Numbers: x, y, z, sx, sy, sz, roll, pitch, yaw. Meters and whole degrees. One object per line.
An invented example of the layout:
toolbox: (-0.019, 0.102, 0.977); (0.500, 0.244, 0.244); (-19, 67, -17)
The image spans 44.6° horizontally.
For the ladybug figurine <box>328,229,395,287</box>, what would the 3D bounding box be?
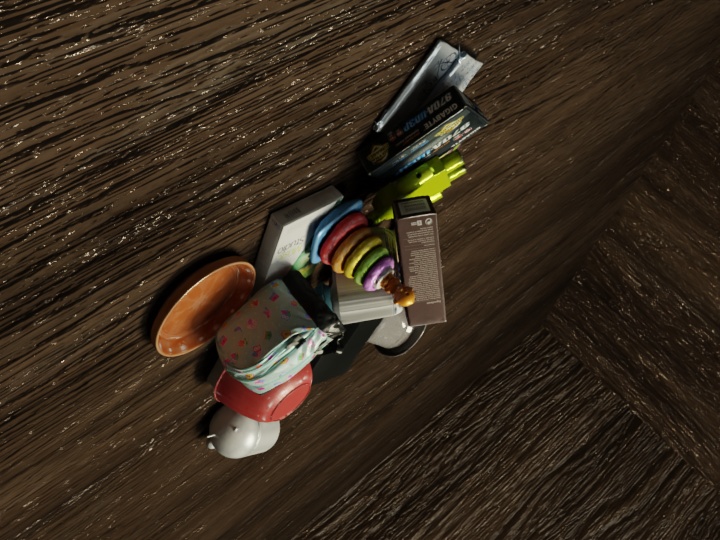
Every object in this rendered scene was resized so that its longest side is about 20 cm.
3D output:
ladybug figurine: (0.000, 0.000, 1.712); (0.072, 0.136, 0.201); (28, 104, -30)

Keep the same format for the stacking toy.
stacking toy: (0.017, -0.010, 1.475); (0.116, 0.200, 0.110); (-39, 161, -27)

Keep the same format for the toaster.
toaster: (0.006, 0.012, 1.585); (0.127, 0.202, 0.114); (-7, 156, 1)

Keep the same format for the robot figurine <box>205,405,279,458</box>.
robot figurine: (-0.245, 0.334, 1.854); (0.168, 0.114, 0.200); (-31, 166, 15)

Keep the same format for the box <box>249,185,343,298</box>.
box: (-0.113, -0.042, 1.493); (0.144, 0.036, 0.201); (-30, 157, -39)

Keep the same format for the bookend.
bookend: (-0.066, 0.139, 1.875); (0.199, 0.092, 0.200); (-12, 140, -56)

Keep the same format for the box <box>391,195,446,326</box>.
box: (0.101, -0.017, 1.518); (0.074, 0.202, 0.100); (-9, -158, 1)

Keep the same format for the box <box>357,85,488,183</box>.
box: (0.109, -0.225, 1.493); (0.199, 0.046, 0.159); (-33, 167, 17)

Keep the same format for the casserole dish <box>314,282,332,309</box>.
casserole dish: (-0.082, 0.102, 1.696); (0.038, 0.123, 0.200); (9, 155, -16)

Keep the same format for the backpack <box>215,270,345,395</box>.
backpack: (-0.144, 0.107, 1.479); (0.199, 0.167, 0.127); (-40, 140, -3)

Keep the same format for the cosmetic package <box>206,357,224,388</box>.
cosmetic package: (-0.190, 0.135, 1.665); (0.150, 0.052, 0.201); (-21, 148, -55)

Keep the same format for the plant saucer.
plant saucer: (-0.252, 0.054, 1.397); (0.200, 0.032, 0.201); (-41, 161, -18)

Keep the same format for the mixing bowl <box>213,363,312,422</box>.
mixing bowl: (-0.162, 0.207, 1.632); (0.200, 0.108, 0.201); (-39, 158, -19)

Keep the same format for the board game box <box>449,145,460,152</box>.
board game box: (0.143, -0.216, 1.702); (0.120, 0.032, 0.201); (-34, 157, -44)

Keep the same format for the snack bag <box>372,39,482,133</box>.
snack bag: (0.119, -0.298, 1.493); (0.189, 0.021, 0.199); (-52, 161, 16)

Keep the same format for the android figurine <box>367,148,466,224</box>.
android figurine: (0.101, -0.147, 1.592); (0.199, 0.041, 0.182); (-32, 168, 3)

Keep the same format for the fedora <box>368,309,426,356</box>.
fedora: (0.057, 0.104, 2.004); (0.089, 0.179, 0.199); (9, 156, -33)
